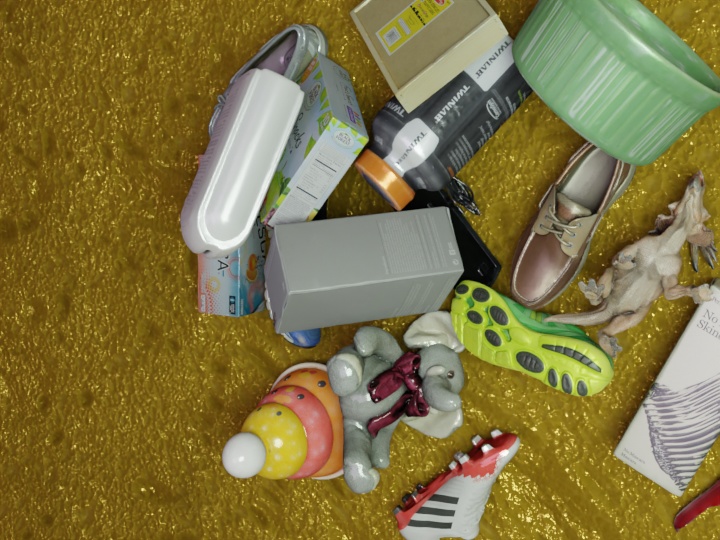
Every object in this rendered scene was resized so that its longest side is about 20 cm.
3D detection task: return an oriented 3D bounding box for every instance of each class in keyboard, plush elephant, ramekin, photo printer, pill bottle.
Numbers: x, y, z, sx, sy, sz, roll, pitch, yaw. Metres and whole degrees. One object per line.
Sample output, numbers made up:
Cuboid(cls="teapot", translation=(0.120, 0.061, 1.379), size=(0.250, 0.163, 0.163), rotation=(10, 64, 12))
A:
Cuboid(cls="keyboard", translation=(0.098, -0.068, 1.025), size=(0.201, 0.039, 0.104), rotation=(54, 138, 11))
Cuboid(cls="plush elephant", translation=(0.053, 0.132, 1.004), size=(0.151, 0.200, 0.168), rotation=(-6, 107, 5))
Cuboid(cls="ramekin", translation=(0.238, -0.193, 0.845), size=(0.200, 0.199, 0.098), rotation=(48, 120, 14))
Cuboid(cls="photo printer", translation=(-0.136, -0.111, 0.975), size=(0.068, 0.166, 0.203), rotation=(23, 88, -17))
Cuboid(cls="pill bottle", translation=(0.083, -0.158, 0.937), size=(0.106, 0.106, 0.200), rotation=(43, 88, 16))

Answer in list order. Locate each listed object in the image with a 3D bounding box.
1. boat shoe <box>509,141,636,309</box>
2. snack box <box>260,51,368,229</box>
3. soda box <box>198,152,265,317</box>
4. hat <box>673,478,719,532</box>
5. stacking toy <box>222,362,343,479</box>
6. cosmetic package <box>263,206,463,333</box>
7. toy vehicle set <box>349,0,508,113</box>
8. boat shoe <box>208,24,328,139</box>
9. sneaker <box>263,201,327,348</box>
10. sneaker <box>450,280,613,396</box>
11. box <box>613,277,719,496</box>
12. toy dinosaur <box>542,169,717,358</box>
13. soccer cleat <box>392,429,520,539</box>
Cuboid(cls="boat shoe", translation=(0.211, -0.055, 0.916), size=(0.075, 0.072, 0.203), rotation=(29, 93, 22))
Cuboid(cls="snack box", translation=(-0.059, -0.144, 1.007), size=(0.052, 0.201, 0.143), rotation=(29, 113, -23))
Cuboid(cls="soda box", translation=(-0.163, -0.047, 1.136), size=(0.067, 0.063, 0.205), rotation=(5, 99, 26))
Cuboid(cls="hat", translation=(0.391, 0.146, 0.884), size=(0.167, 0.199, 0.175), rotation=(53, 161, -12))
Cuboid(cls="stacking toy", translation=(-0.091, 0.197, 1.049), size=(0.143, 0.199, 0.150), rotation=(3, 97, 26))
Cuboid(cls="cosmetic package", translation=(0.000, 0.000, 0.961), size=(0.107, 0.196, 0.092), rotation=(119, 144, -59))
Cuboid(cls="toy vehicle set", translation=(0.065, -0.260, 0.936), size=(0.123, 0.027, 0.202), rotation=(-36, 40, 13))
Cuboid(cls="boat shoe", translation=(-0.125, -0.225, 1.096), size=(0.201, 0.064, 0.075), rotation=(-38, 79, 25))
Cuboid(cls="sneaker", translation=(-0.065, -0.006, 1.082), size=(0.088, 0.078, 0.205), rotation=(-2, 95, 29))
Cuboid(cls="sneaker", translation=(0.181, 0.076, 0.963), size=(0.198, 0.083, 0.075), rotation=(30, 104, 30))
Cuboid(cls="box", translation=(0.338, 0.116, 0.894), size=(0.081, 0.068, 0.203), rotation=(29, 108, 20))
Cuboid(cls="toy dinosaur", translation=(0.281, 0.006, 0.888), size=(0.086, 0.135, 0.200), rotation=(48, 122, 3))
Cuboid(cls="soccer cleat", translation=(0.122, 0.259, 1.026), size=(0.085, 0.068, 0.200), rotation=(48, 117, 5))
